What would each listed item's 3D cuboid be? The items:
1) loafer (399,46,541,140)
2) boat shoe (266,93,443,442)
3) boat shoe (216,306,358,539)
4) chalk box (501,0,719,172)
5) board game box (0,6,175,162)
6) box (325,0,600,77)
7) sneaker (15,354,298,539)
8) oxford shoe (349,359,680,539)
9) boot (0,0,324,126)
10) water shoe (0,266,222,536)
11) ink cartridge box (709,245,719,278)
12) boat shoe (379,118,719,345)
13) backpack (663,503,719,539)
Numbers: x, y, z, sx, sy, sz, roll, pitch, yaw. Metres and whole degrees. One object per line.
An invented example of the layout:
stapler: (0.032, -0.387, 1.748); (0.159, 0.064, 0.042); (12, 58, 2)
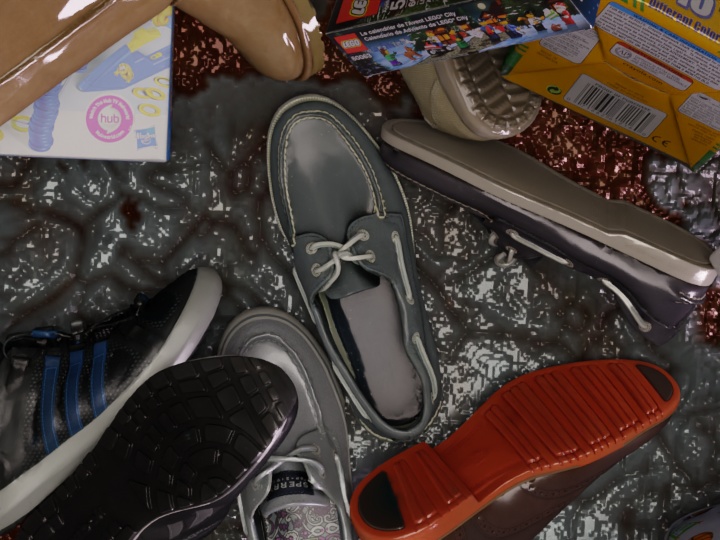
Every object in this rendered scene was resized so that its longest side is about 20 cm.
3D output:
loafer: (0.030, -0.158, 1.337); (0.076, 0.068, 0.200); (-14, 82, -36)
boat shoe: (0.000, 0.000, 1.359); (0.073, 0.062, 0.200); (-17, 98, -1)
boat shoe: (-0.034, 0.120, 1.367); (0.070, 0.072, 0.201); (-12, 97, -2)
chalk box: (0.176, -0.179, 1.299); (0.125, 0.124, 0.200); (25, 65, -7)
board game box: (-0.197, -0.161, 1.329); (0.200, 0.056, 0.196); (2, 97, -4)
box: (0.071, -0.196, 1.243); (0.038, 0.137, 0.200); (46, 48, -39)
sneaker: (-0.097, 0.108, 1.335); (0.200, 0.088, 0.076); (-40, 71, 28)
oxford shoe: (0.089, 0.113, 1.389); (0.200, 0.071, 0.073); (-24, 135, -9)
boot: (-0.132, -0.121, 1.260); (0.200, 0.066, 0.175); (-36, 126, -13)
water shoe: (-0.162, 0.059, 1.350); (0.200, 0.072, 0.079); (-45, 100, 3)
ink cartridge box: (0.282, 0.054, 1.306); (0.117, 0.200, 0.067); (4, 139, -42)
boat shoe: (0.095, -0.020, 1.359); (0.200, 0.073, 0.063); (25, 113, 2)
backpack: (0.232, 0.203, 1.345); (0.190, 0.200, 0.154); (-22, 93, 6)
